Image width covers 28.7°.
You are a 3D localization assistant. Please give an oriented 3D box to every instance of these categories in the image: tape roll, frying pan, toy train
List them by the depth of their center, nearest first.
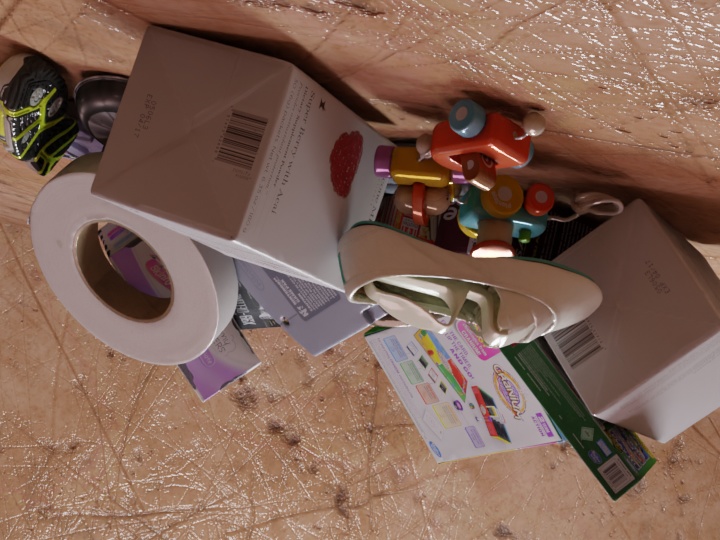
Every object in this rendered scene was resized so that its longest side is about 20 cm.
[{"bbox_3d":[0.093,-0.050,0.978,0.149,0.056,0.199,-3,160,38],"label":"toy train"},{"bbox_3d":[-0.201,-0.112,1.202,0.114,0.031,0.190,24,154,-16],"label":"frying pan"},{"bbox_3d":[-0.200,-0.008,1.234,0.201,0.037,0.205,18,132,21],"label":"tape roll"}]

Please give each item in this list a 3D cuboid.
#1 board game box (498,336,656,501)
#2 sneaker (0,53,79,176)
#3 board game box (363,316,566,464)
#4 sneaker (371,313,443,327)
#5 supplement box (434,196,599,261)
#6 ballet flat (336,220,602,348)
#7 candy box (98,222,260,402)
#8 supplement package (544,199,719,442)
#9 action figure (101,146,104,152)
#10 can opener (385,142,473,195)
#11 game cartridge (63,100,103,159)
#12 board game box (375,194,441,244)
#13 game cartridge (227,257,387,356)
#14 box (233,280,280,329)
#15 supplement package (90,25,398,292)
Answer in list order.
[{"bbox_3d":[0.162,0.089,1.144,0.201,0.029,0.134,54,-166,11],"label":"board game box"},{"bbox_3d":[-0.294,-0.137,1.196,0.076,0.076,0.200,35,165,1],"label":"sneaker"},{"bbox_3d":[0.104,0.099,1.325,0.040,0.154,0.199,-34,-172,-34],"label":"board game box"},{"bbox_3d":[0.000,0.000,1.238,0.197,0.071,0.076,-1,128,7],"label":"sneaker"},{"bbox_3d":[0.175,-0.014,1.263,0.198,0.062,0.108,18,174,-35],"label":"supplement box"},{"bbox_3d":[0.076,0.021,0.999,0.197,0.070,0.069,14,174,-9],"label":"ballet flat"},{"bbox_3d":[-0.185,0.024,1.400,0.169,0.071,0.200,59,172,-14],"label":"candy box"},{"bbox_3d":[0.232,0.047,1.121,0.199,0.119,0.122,25,-148,-60],"label":"supplement package"},{"bbox_3d":[-0.150,-0.087,1.365,0.198,0.070,0.129,14,169,-37],"label":"action figure"},{"bbox_3d":[0.019,-0.070,1.128,0.052,0.067,0.199,17,169,-39],"label":"can opener"},{"bbox_3d":[-0.288,-0.135,1.398,0.128,0.039,0.200,8,173,18],"label":"game cartridge"},{"bbox_3d":[0.102,-0.025,1.410,0.198,0.047,0.151,16,174,-16],"label":"board game box"},{"bbox_3d":[-0.067,-0.027,1.169,0.201,0.040,0.133,53,140,-5],"label":"game cartridge"},{"bbox_3d":[-0.066,-0.017,1.334,0.155,0.050,0.201,-5,147,12],"label":"box"},{"bbox_3d":[-0.073,-0.071,0.987,0.118,0.123,0.200,17,177,24],"label":"supplement package"}]
